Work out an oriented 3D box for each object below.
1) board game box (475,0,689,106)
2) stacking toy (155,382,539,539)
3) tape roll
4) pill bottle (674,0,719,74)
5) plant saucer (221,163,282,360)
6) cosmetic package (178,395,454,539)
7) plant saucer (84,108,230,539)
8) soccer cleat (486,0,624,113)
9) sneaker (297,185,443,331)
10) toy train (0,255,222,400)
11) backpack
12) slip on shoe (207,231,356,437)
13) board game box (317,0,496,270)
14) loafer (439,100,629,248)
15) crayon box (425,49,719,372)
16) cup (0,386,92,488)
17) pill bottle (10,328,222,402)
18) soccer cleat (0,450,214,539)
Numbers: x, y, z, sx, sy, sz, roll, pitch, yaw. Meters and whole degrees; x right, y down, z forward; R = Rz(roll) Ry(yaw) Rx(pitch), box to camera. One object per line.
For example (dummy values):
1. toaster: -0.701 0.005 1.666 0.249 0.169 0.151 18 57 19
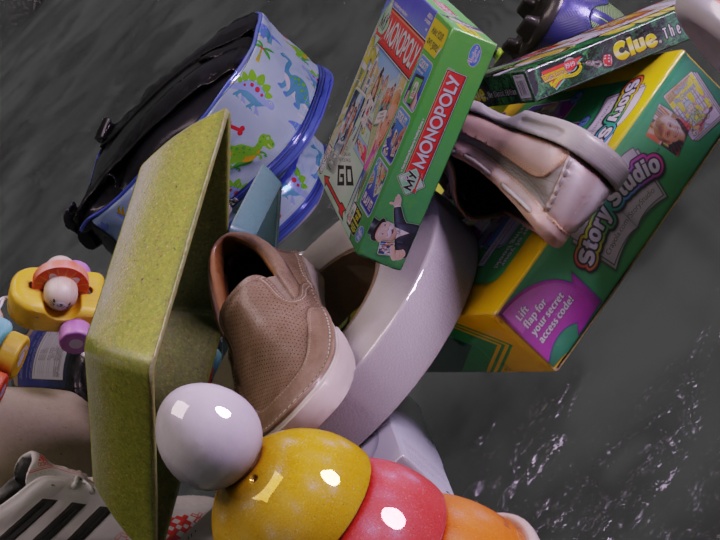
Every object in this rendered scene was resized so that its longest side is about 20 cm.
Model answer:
1. board game box: 0.165 -0.140 1.393 0.200 0.024 0.105 -23 11 -19
2. stacking toy: -0.022 0.124 1.121 0.146 0.200 0.146 -40 19 17
3. tape roll: -0.013 0.037 1.364 0.203 0.037 0.203 -42 21 20
4. pill bottle: 0.270 -0.170 1.225 0.200 0.116 0.116 -46 19 2
5. plant saucer: -0.072 0.028 1.532 0.070 0.019 0.200 -66 -12 -46
6. cosmetic package: -0.041 0.157 1.330 0.200 0.052 0.151 -44 16 7
7. plant saucer: -0.121 0.035 1.381 0.200 0.048 0.200 95 -174 -51
8. soccer cleat: 0.123 -0.124 1.534 0.200 0.084 0.065 125 169 -69
9. sneaker: 0.000 0.000 1.518 0.075 0.076 0.200 -17 35 56
10. toy train: -0.191 0.047 1.505 0.200 0.150 0.056 -16 -39 -32
11. backpack: -0.106 -0.090 1.820 0.200 0.147 0.183 -43 19 26
12. slip on shoe: -0.051 0.033 1.305 0.076 0.061 0.200 -43 21 15
13. board game box: 0.023 -0.090 1.350 0.200 0.029 0.135 -117 48 -73
14. loafer: 0.074 -0.055 1.314 0.063 0.072 0.200 -57 24 -8
15. crayon box: 0.107 -0.031 1.382 0.200 0.058 0.172 -53 21 -19
16. cup: -0.236 0.157 1.577 0.143 0.201 0.200 -28 9 -27
17. pill bottle: -0.168 0.077 1.669 0.112 0.112 0.200 -53 20 -18
18. soccer cleat: -0.177 0.150 1.458 0.200 0.085 0.069 -9 4 -24
